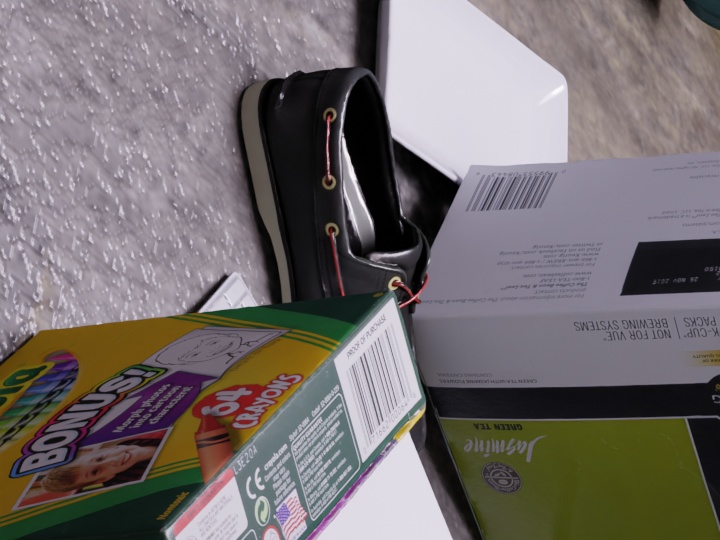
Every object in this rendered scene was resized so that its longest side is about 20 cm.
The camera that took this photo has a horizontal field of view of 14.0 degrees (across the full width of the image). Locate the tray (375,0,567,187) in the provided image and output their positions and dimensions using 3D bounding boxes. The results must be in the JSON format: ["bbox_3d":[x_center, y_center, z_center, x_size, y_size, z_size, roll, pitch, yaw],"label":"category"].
[{"bbox_3d":[0.058,-0.088,1.582,0.200,0.022,0.108,31,57,-53],"label":"tray"}]

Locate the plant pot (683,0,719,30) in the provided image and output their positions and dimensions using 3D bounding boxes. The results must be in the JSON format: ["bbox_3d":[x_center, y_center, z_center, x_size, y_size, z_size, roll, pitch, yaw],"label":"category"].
[{"bbox_3d":[0.216,-0.273,1.753,0.196,0.199,0.201,33,54,-43],"label":"plant pot"}]

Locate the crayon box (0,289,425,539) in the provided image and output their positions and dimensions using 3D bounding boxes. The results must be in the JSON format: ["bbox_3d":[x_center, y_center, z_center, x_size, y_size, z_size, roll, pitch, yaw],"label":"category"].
[{"bbox_3d":[-0.094,0.079,1.122,0.200,0.172,0.059,-45,124,-55],"label":"crayon box"}]

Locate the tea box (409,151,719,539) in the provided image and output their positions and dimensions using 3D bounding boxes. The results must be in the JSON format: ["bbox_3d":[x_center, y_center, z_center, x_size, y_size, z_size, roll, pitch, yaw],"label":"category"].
[{"bbox_3d":[0.154,0.054,1.513,0.134,0.199,0.197,-63,143,-46],"label":"tea box"}]

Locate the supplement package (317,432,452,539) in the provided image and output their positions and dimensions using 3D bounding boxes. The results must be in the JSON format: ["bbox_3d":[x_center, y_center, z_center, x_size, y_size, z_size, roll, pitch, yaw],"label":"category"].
[{"bbox_3d":[-0.052,0.148,1.238,0.200,0.110,0.156,-52,127,-52],"label":"supplement package"}]

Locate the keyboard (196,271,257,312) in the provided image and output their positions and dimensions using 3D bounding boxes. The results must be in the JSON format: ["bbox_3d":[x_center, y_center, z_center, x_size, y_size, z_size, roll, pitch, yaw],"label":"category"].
[{"bbox_3d":[-0.019,0.096,1.371,0.201,0.011,0.056,60,35,-13],"label":"keyboard"}]

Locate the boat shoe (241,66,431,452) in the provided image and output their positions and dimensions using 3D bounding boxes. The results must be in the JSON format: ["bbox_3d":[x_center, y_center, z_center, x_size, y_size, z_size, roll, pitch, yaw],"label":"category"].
[{"bbox_3d":[-0.001,0.001,1.418,0.074,0.063,0.202,-33,112,-60],"label":"boat shoe"}]
